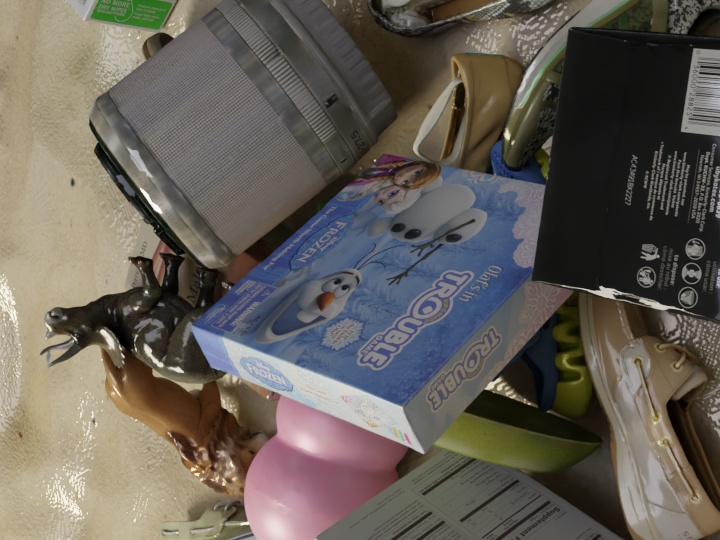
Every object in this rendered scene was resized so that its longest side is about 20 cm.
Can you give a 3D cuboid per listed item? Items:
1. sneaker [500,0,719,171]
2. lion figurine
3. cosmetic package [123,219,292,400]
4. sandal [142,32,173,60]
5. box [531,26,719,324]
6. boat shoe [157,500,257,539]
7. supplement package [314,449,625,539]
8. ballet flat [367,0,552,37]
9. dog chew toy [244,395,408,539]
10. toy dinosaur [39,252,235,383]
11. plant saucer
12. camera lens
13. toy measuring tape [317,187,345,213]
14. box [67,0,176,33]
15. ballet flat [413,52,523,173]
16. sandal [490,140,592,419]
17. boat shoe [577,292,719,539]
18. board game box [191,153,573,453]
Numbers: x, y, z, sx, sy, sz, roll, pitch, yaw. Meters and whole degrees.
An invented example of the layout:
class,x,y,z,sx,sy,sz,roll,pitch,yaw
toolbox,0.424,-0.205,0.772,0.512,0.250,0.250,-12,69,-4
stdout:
class,x,y,z,sx,sy,sz,roll,pitch,yaw
sneaker,0.172,-0.132,0.879,0.089,0.077,0.200,44,100,14
lion figurine,-0.165,0.113,1.148,0.072,0.200,0.123,-46,28,26
cosmetic package,-0.097,0.016,1.131,0.200,0.087,0.104,31,111,37
sandal,-0.125,-0.147,1.173,0.054,0.080,0.200,-40,58,11
box,0.212,-0.054,0.780,0.124,0.200,0.149,14,99,39
boat shoe,-0.118,0.231,1.164,0.200,0.072,0.062,-24,70,40
supplement package,0.091,0.245,0.895,0.200,0.150,0.152,31,136,37
ballet flat,0.083,-0.215,0.981,0.200,0.072,0.072,-13,82,41
dog chew toy,-0.015,0.128,1.044,0.124,0.124,0.201,18,94,40
toy dinosaur,-0.145,0.047,1.076,0.199,0.077,0.103,17,100,7
plant saucer,0.063,0.097,0.912,0.200,0.200,0.031,19,91,40
camera lens,-0.093,-0.113,1.032,0.200,0.160,0.160,-38,61,-2
toy measuring tape,0.000,0.000,1.021,0.074,0.073,0.200,-44,27,33
box,-0.230,-0.351,1.238,0.200,0.097,0.177,50,120,30
ballet flat,0.062,-0.067,1.000,0.069,0.063,0.201,-128,54,-70
sandal,0.107,0.006,0.938,0.087,0.079,0.201,-6,82,-1
boat shoe,0.196,0.080,0.889,0.069,0.074,0.201,-18,78,26
board game box,0.026,0.009,0.864,0.199,0.200,0.043,16,140,44
